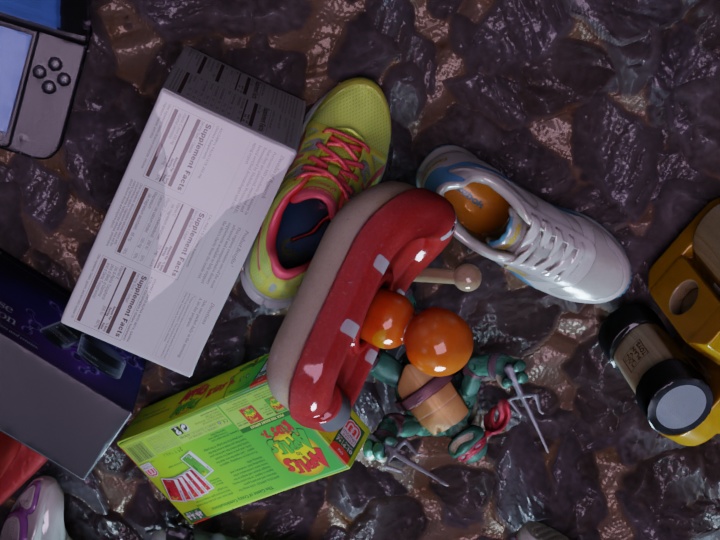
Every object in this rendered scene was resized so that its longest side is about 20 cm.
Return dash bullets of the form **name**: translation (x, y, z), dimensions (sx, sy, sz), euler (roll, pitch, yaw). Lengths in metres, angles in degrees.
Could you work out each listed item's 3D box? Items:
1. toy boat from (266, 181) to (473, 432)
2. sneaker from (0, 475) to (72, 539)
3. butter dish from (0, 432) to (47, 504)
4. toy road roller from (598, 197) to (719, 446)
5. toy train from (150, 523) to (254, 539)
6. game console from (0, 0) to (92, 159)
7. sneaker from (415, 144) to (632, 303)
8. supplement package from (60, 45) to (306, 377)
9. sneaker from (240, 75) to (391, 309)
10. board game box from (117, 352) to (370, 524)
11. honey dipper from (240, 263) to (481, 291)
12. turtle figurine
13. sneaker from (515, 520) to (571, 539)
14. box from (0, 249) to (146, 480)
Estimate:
- **toy boat**: translation (0.024, 0.036, 1.187), dimensions (0.131, 0.131, 0.200), euler (23, 81, 14)
- **sneaker**: translation (-0.269, 0.273, 1.413), dimensions (0.099, 0.075, 0.200), euler (-3, 110, -25)
- **butter dish**: translation (-0.387, 0.160, 1.314), dimensions (0.199, 0.148, 0.200), euler (-42, 106, 13)
- **toy road roller**: translation (0.307, 0.055, 1.308), dimensions (0.146, 0.123, 0.200), euler (28, 109, -27)
- **toy train**: translation (-0.107, 0.288, 1.400), dimensions (0.200, 0.085, 0.114), euler (17, 104, -16)
- **game console**: translation (-0.314, -0.174, 1.203), dimensions (0.200, 0.119, 0.173), euler (17, 109, -7)
- **sneaker**: translation (0.134, -0.025, 1.290), dimensions (0.200, 0.081, 0.077), euler (28, 106, -12)
- **supplement package**: translation (-0.134, -0.049, 1.234), dimensions (0.111, 0.156, 0.200), euler (25, 109, -8)
- **sneaker**: translation (-0.026, -0.064, 1.241), dimensions (0.078, 0.090, 0.200), euler (24, 79, -5)
- **board game box**: translation (-0.100, 0.138, 1.317), dimensions (0.200, 0.048, 0.102), euler (-25, 113, 40)
- **honey dipper**: translation (0.000, 0.000, 1.284), dimensions (0.200, 0.038, 0.038), euler (4, 112, 19)
- **turtle figurine**: translation (0.056, 0.102, 1.327), dimensions (0.150, 0.101, 0.200), euler (-39, 90, -5)
- **sneaker**: translation (0.195, 0.315, 1.423), dimensions (0.200, 0.075, 0.105), euler (38, 101, -18)
- **box**: translation (-0.278, 0.061, 1.282), dimensions (0.200, 0.141, 0.079), euler (33, 105, -13)
